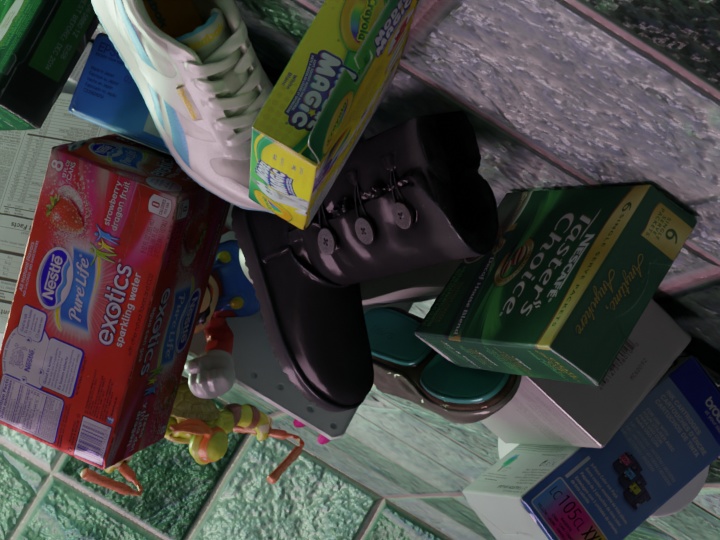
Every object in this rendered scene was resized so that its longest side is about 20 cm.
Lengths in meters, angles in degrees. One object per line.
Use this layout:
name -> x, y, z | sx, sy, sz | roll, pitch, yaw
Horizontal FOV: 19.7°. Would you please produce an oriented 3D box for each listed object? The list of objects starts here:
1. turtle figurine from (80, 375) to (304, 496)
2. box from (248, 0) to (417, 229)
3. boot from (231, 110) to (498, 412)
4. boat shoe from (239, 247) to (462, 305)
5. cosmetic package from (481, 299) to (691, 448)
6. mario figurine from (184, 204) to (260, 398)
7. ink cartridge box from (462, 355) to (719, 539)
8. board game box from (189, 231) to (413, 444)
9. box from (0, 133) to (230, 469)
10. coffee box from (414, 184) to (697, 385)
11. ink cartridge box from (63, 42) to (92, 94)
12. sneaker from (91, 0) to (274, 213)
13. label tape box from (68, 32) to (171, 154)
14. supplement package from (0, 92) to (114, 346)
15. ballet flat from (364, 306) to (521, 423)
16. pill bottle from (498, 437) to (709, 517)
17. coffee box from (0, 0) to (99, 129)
turtle figurine -> -0.149, 0.101, 1.524 | 0.200, 0.064, 0.161 | -8, -150, -41
box -> -0.018, -0.099, 1.185 | 0.048, 0.117, 0.200 | 30, 168, 0
boot -> 0.017, -0.002, 1.339 | 0.200, 0.066, 0.165 | -21, 98, 44
boat shoe -> 0.000, -0.001, 1.490 | 0.201, 0.070, 0.072 | 0, 164, -26
cosmetic package -> 0.140, 0.062, 1.493 | 0.085, 0.108, 0.200 | 43, 168, -8
mario figurine -> -0.094, 0.013, 1.510 | 0.123, 0.200, 0.106 | 52, 141, 26
ink cartridge box -> 0.188, 0.131, 1.515 | 0.076, 0.200, 0.136 | 52, 165, -7
board game box -> -0.065, 0.011, 1.606 | 0.200, 0.200, 0.026 | 31, 143, -3
box -> -0.168, 0.019, 1.397 | 0.100, 0.200, 0.095 | 21, -163, 16
coffee box -> 0.118, 0.006, 1.293 | 0.044, 0.123, 0.200 | 37, 169, -18
ink cartridge box -> -0.285, -0.183, 1.725 | 0.200, 0.043, 0.196 | 30, 170, -4
sneaker -> -0.095, -0.120, 1.288 | 0.200, 0.077, 0.081 | 54, 161, -10
label tape box -> -0.085, -0.100, 1.467 | 0.144, 0.063, 0.200 | 23, -176, 34
supplement package -> -0.246, -0.029, 1.688 | 0.151, 0.200, 0.152 | 10, 168, 29
ballet flat -> 0.062, 0.072, 1.435 | 0.064, 0.067, 0.200 | 52, 164, -29
pill bottle -> 0.202, 0.150, 1.723 | 0.114, 0.114, 0.200 | 34, 169, -15
coffee box -> -0.244, -0.160, 1.470 | 0.044, 0.123, 0.200 | 32, 168, -24
